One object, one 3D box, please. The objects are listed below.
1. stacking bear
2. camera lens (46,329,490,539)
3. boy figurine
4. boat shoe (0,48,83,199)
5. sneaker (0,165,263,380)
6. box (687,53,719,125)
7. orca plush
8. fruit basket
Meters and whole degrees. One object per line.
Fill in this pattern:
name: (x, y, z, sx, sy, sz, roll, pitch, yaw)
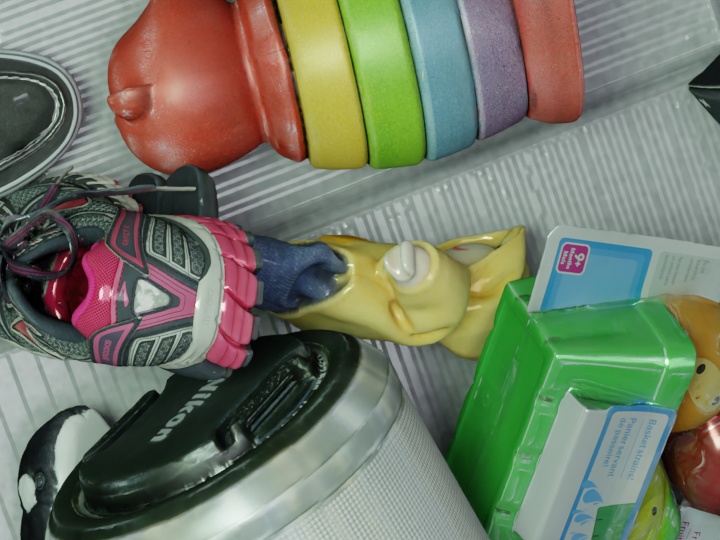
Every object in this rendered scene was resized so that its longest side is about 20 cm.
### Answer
stacking bear: (-0.012, -0.096, 1.017, 0.198, 0.121, 0.115, -13, 91, -3)
camera lens: (-0.022, 0.138, 0.969, 0.159, 0.160, 0.201, -32, 106, -9)
boy figurine: (0.000, 0.000, 1.018, 0.199, 0.124, 0.065, 7, 82, -31)
boat shoe: (-0.212, -0.052, 0.990, 0.198, 0.066, 0.071, -9, 95, -12)
sneaker: (-0.119, -0.003, 0.951, 0.074, 0.199, 0.081, 7, 88, -36)
box: (0.274, -0.061, 1.098, 0.141, 0.079, 0.200, -44, 101, -5)
orca plush: (-0.110, 0.162, 1.041, 0.201, 0.071, 0.105, 60, 35, -16)
fruit basket: (0.145, 0.075, 1.048, 0.198, 0.094, 0.186, 10, 117, -19)
